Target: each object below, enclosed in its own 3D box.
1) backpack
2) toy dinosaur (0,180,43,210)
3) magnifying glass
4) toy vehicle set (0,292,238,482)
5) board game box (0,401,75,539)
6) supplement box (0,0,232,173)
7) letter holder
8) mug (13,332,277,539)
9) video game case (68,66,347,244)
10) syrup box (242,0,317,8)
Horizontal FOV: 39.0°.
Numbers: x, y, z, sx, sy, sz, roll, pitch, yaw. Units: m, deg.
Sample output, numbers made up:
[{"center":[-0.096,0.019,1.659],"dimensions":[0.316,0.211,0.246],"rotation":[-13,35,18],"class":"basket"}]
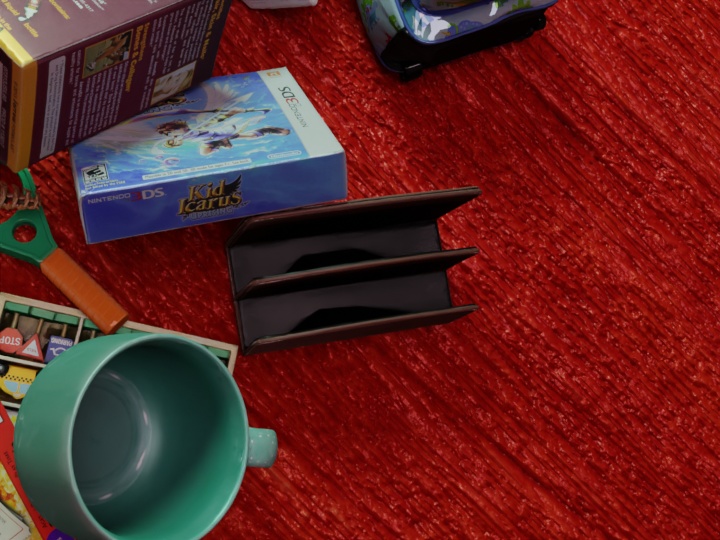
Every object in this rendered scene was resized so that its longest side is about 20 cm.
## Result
[{"center":[0.077,-0.304,0.913],"dimensions":[0.181,0.147,0.202],"rotation":[-22,84,-20],"class":"backpack"},{"center":[-0.345,-0.102,0.787],"dimensions":[0.199,0.102,0.137],"rotation":[34,71,-28],"class":"toy dinosaur"},{"center":[-0.266,-0.024,0.822],"dimensions":[0.200,0.022,0.080],"rotation":[42,66,6],"class":"magnifying glass"},{"center":[-0.209,0.102,0.828],"dimensions":[0.198,0.026,0.126],"rotation":[13,77,-13],"class":"toy vehicle set"},{"center":[-0.321,0.199,0.723],"dimensions":[0.199,0.046,0.153],"rotation":[-33,105,-32],"class":"board game box"},{"center":[-0.198,-0.174,0.760],"dimensions":[0.086,0.111,0.199],"rotation":[44,51,12],"class":"supplement box"},{"center":[0.000,0.000,0.841],"dimensions":[0.197,0.142,0.102],"rotation":[-8,82,-16],"class":"letter holder"},{"center":[-0.166,0.134,0.753],"dimensions":[0.185,0.114,0.153],"rotation":[51,54,-30],"class":"mug"},{"center":[-0.130,-0.100,0.809],"dimensions":[0.197,0.182,0.046],"rotation":[-11,123,-15],"class":"video game case"},{"center":[-0.109,-0.306,0.841],"dimensions":[0.200,0.081,0.080],"rotation":[35,67,-52],"class":"syrup box"}]
